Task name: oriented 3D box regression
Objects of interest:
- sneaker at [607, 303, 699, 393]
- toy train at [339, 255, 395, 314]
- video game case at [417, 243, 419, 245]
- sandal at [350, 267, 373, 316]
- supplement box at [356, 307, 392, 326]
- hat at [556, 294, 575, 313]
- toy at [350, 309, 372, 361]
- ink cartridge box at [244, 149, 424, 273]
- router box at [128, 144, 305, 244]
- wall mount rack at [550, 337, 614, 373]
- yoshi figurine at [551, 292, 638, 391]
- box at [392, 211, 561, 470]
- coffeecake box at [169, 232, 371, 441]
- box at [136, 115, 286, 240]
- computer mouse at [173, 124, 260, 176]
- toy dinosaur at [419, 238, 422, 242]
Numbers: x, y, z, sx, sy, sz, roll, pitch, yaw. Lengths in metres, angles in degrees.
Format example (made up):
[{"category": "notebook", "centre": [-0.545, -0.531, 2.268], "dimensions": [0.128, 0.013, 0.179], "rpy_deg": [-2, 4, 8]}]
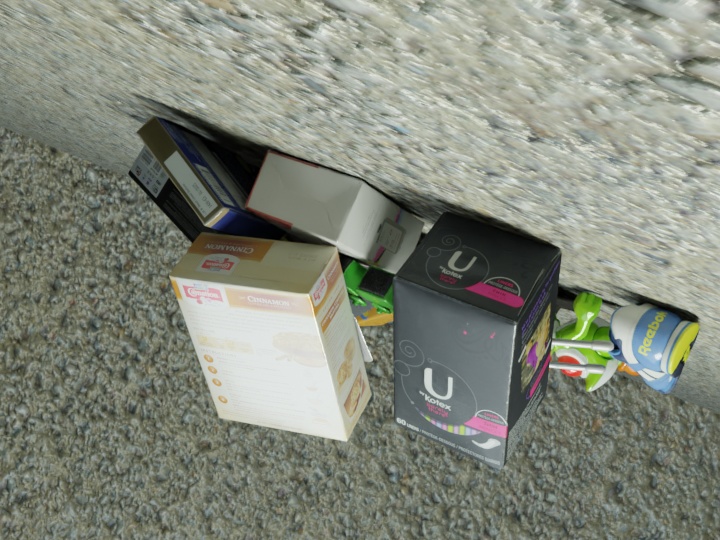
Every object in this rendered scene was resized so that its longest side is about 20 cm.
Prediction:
[{"category": "sneaker", "centre": [0.300, 0.075, 1.204], "dimensions": [0.082, 0.074, 0.200], "rpy_deg": [23, 171, 18]}, {"category": "toy train", "centre": [-0.012, 0.007, 1.187], "dimensions": [0.056, 0.042, 0.200], "rpy_deg": [37, 169, -37]}, {"category": "video game case", "centre": [-0.022, -0.023, 1.487], "dimensions": [0.199, 0.019, 0.143], "rpy_deg": [-4, -170, -36]}, {"category": "sandal", "centre": [0.001, 0.000, 1.379], "dimensions": [0.076, 0.200, 0.043], "rpy_deg": [-7, -123, -35]}, {"category": "supplement box", "centre": [0.041, 0.026, 1.454], "dimensions": [0.069, 0.067, 0.200], "rpy_deg": [-7, 172, -26]}, {"category": "hat", "centre": [0.189, 0.048, 1.464], "dimensions": [0.200, 0.081, 0.201], "rpy_deg": [21, 177, 1]}, {"category": "toy", "centre": [-0.085, 0.039, 1.232], "dimensions": [0.199, 0.047, 0.115], "rpy_deg": [-2, 130, 29]}, {"category": "ink cartridge box", "centre": [-0.014, -0.050, 1.194], "dimensions": [0.116, 0.068, 0.200], "rpy_deg": [21, 176, 27]}, {"category": "router box", "centre": [-0.150, -0.062, 1.335], "dimensions": [0.200, 0.052, 0.157], "rpy_deg": [44, -163, 34]}, {"category": "wall mount rack", "centre": [0.171, 0.056, 1.211], "dimensions": [0.174, 0.075, 0.200], "rpy_deg": [45, 175, 17]}, {"category": "yoshi figurine", "centre": [0.238, 0.059, 1.339], "dimensions": [0.199, 0.113, 0.112], "rpy_deg": [9, -153, -1]}, {"category": "box", "centre": [0.105, 0.066, 1.076], "dimensions": [0.122, 0.106, 0.201], "rpy_deg": [20, 137, 23]}, {"category": "coffeecake box", "centre": [-0.086, 0.067, 1.169], "dimensions": [0.153, 0.073, 0.201], "rpy_deg": [7, 132, 23]}, {"category": "box", "centre": [-0.140, -0.085, 1.193], "dimensions": [0.121, 0.032, 0.200], "rpy_deg": [52, -168, 16]}, {"category": "computer mouse", "centre": [-0.171, -0.125, 1.338], "dimensions": [0.058, 0.034, 0.200], "rpy_deg": [19, 178, 35]}, {"category": "toy dinosaur", "centre": [-0.009, -0.055, 1.445], "dimensions": [0.199, 0.059, 0.101], "rpy_deg": [5, -171, 29]}]
